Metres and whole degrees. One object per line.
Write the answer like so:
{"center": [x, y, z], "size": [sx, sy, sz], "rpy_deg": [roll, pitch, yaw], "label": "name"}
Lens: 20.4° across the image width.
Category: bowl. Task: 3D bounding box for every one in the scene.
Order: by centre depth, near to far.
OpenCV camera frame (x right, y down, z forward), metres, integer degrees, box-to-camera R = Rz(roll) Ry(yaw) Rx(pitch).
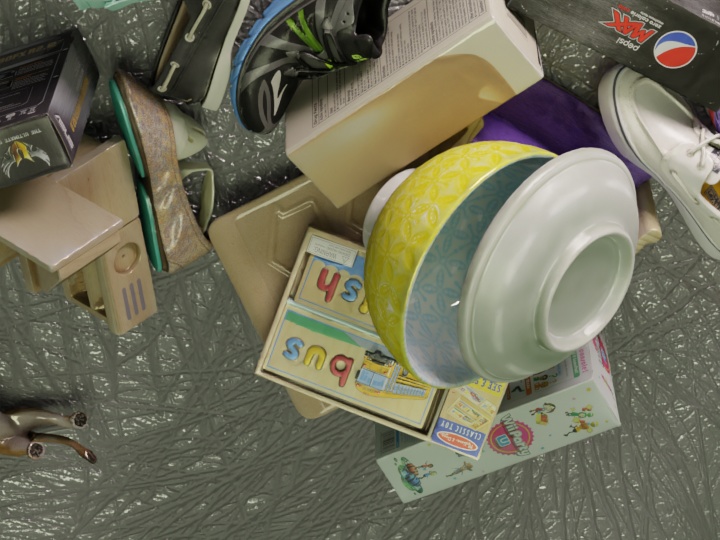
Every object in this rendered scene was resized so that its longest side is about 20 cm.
{"center": [0.066, -0.021, 1.538], "size": [0.200, 0.108, 0.200], "rpy_deg": [-30, 136, -34], "label": "bowl"}

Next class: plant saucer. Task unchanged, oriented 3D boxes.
{"center": [0.158, 0.006, 1.533], "size": [0.200, 0.050, 0.200], "rpy_deg": [-30, 136, -34], "label": "plant saucer"}

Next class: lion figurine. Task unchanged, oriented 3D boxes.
{"center": [-0.341, 0.131, 1.774], "size": [0.200, 0.073, 0.122], "rpy_deg": [34, 153, -31], "label": "lion figurine"}

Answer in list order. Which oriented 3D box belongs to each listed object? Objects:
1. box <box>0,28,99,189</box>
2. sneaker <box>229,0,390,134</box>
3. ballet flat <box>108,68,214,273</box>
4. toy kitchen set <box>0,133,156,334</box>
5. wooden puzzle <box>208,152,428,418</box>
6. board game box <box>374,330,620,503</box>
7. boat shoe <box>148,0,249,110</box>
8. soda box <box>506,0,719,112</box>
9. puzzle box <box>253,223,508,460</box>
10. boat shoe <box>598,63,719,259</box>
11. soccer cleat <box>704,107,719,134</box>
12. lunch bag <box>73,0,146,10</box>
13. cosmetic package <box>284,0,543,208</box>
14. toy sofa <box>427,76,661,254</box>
{"center": [-0.309, -0.107, 1.541], "size": [0.200, 0.158, 0.048], "rpy_deg": [-16, 118, 10], "label": "box"}
{"center": [-0.028, -0.178, 1.528], "size": [0.083, 0.071, 0.200], "rpy_deg": [47, 110, 15], "label": "sneaker"}
{"center": [-0.156, -0.088, 1.630], "size": [0.067, 0.068, 0.200], "rpy_deg": [-19, 133, -12], "label": "ballet flat"}
{"center": [-0.244, 0.013, 1.574], "size": [0.200, 0.163, 0.181], "rpy_deg": [-36, 136, -32], "label": "toy kitchen set"}
{"center": [0.000, 0.000, 1.658], "size": [0.200, 0.046, 0.186], "rpy_deg": [-26, 95, 6], "label": "wooden puzzle"}
{"center": [0.113, 0.101, 1.719], "size": [0.200, 0.148, 0.064], "rpy_deg": [-23, 123, 15], "label": "board game box"}
{"center": [-0.117, -0.211, 1.527], "size": [0.060, 0.074, 0.200], "rpy_deg": [9, 133, -12], "label": "boat shoe"}
{"center": [0.210, -0.202, 1.546], "size": [0.200, 0.063, 0.071], "rpy_deg": [25, 123, -18], "label": "soda box"}
{"center": [0.027, 0.058, 1.627], "size": [0.200, 0.025, 0.133], "rpy_deg": [20, 98, 1], "label": "puzzle box"}
{"center": [0.269, -0.088, 1.602], "size": [0.200, 0.071, 0.070], "rpy_deg": [52, 154, -18], "label": "boat shoe"}
{"center": [0.352, -0.083, 1.633], "size": [0.068, 0.073, 0.200], "rpy_deg": [-36, 120, 23], "label": "soccer cleat"}
{"center": [-0.139, -0.290, 1.409], "size": [0.170, 0.122, 0.200], "rpy_deg": [-8, 104, 4], "label": "lunch bag"}
{"center": [0.039, -0.147, 1.558], "size": [0.200, 0.105, 0.071], "rpy_deg": [-31, 122, 22], "label": "cosmetic package"}
{"center": [0.156, -0.089, 1.618], "size": [0.200, 0.083, 0.098], "rpy_deg": [30, 122, -22], "label": "toy sofa"}
